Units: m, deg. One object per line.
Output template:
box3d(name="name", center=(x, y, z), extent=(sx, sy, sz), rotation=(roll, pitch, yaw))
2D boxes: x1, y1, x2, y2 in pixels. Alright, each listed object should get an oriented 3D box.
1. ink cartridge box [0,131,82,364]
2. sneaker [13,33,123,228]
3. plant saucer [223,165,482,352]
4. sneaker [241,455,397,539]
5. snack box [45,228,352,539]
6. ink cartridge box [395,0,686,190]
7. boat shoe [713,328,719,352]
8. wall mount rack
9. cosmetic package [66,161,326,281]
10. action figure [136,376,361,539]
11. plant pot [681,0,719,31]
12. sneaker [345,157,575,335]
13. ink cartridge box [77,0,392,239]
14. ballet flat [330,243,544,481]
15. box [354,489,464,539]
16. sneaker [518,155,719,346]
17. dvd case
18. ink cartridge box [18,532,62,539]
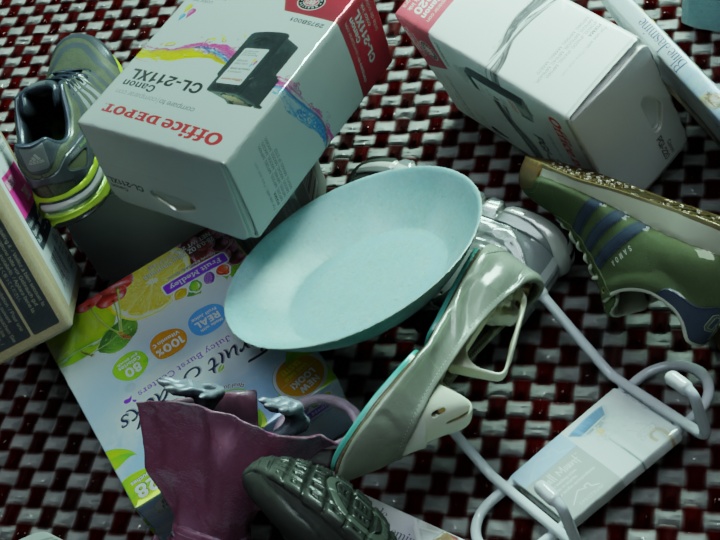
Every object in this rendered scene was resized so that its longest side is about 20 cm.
box3d(name="ink cartridge box", center=(-0.287, -0.032, 1.015), extent=(0.075, 0.165, 0.200), rotation=(-27, 15, -4))
box3d(name="sneaker", center=(-0.232, -0.130, 1.045), extent=(0.074, 0.081, 0.200), rotation=(-15, 46, 8))
box3d(name="plant saucer", center=(0.000, 0.000, 0.935), extent=(0.201, 0.039, 0.201), rotation=(-21, 31, 14))
box3d(name="sneaker", center=(-0.003, 0.194, 0.779), extent=(0.200, 0.076, 0.091), rotation=(44, 100, 7))
box3d(name="snack box", center=(-0.124, 0.078, 0.987), extent=(0.169, 0.068, 0.200), rotation=(-33, 51, -10))
box3d(name="ink cartridge box", center=(0.140, -0.150, 1.023), extent=(0.085, 0.146, 0.200), rotation=(-49, 52, -4))
box3d(name="boat shoe", center=(0.283, 0.068, 0.853), extent=(0.069, 0.071, 0.200), rotation=(-19, 48, 5))
box3d(name="wall mount rack", center=(0.130, 0.093, 0.884), extent=(0.200, 0.075, 0.174), rotation=(-37, 36, -14))
box3d(name="cosmetic package", center=(-0.138, -0.064, 1.081), extent=(0.200, 0.107, 0.090), rotation=(-5, 50, 13))
box3d(name="action figure", center=(-0.100, 0.173, 0.869), extent=(0.134, 0.149, 0.200), rotation=(14, 99, 46))
box3d(name="plant pot", center=(0.375, -0.320, 1.050), extent=(0.196, 0.200, 0.196), rotation=(16, 58, 28))
box3d(name="sneaker", center=(0.051, -0.011, 0.996), extent=(0.200, 0.075, 0.116), rotation=(20, 64, 30))
box3d(name="ink cartridge box", center=(-0.092, -0.135, 0.999), extent=(0.146, 0.083, 0.200), rotation=(17, 57, 29))
box3d(name="ballet flat", center=(0.058, 0.066, 0.858), extent=(0.064, 0.067, 0.200), rotation=(30, 64, 13))
box3d(name="box", center=(0.045, 0.191, 0.856), extent=(0.200, 0.041, 0.039), rotation=(20, 61, 30))
box3d(name="sneaker", center=(0.176, -0.013, 0.906), extent=(0.200, 0.067, 0.090), rotation=(27, 107, 45))
box3d(name="dvd case", center=(0.251, -0.128, 0.978), extent=(0.018, 0.143, 0.200), rotation=(-39, 48, 11))
box3d(name="ink cartridge box", center=(-0.164, 0.283, 0.802), extent=(0.162, 0.200, 0.050), rotation=(19, 18, 30))
